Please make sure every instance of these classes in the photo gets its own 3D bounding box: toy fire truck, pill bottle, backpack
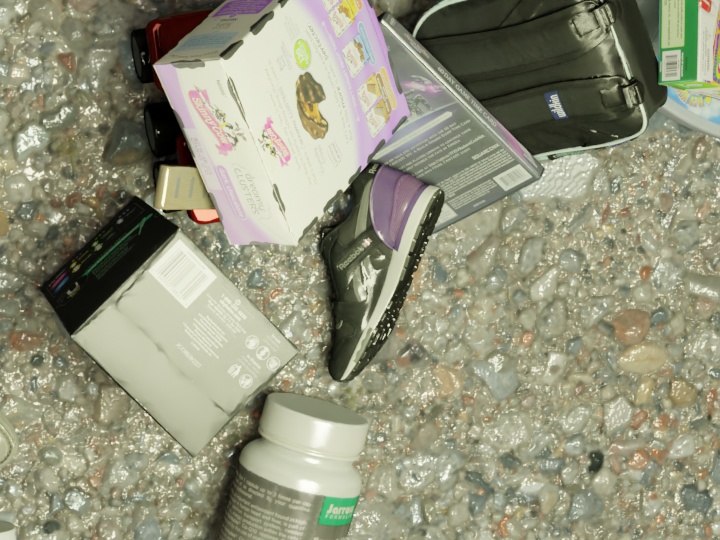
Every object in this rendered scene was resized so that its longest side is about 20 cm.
[{"bbox_3d":[-0.131,-0.118,1.437,0.128,0.200,0.176,-11,104,-15],"label":"toy fire truck"},{"bbox_3d":[-0.064,0.218,1.567,0.113,0.113,0.200,13,97,-19],"label":"pill bottle"},{"bbox_3d":[0.151,-0.188,1.527,0.200,0.151,0.178,-14,113,27],"label":"backpack"}]

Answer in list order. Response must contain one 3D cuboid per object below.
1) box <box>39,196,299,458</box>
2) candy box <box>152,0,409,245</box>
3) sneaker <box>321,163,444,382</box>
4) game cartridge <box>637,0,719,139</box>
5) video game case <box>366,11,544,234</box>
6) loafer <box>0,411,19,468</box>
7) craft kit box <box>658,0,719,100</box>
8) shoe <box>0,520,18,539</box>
[{"bbox_3d":[-0.163,0.041,1.457,0.124,0.200,0.149,-45,109,-6],"label":"box"},{"bbox_3d":[-0.057,-0.142,1.399,0.200,0.071,0.168,-50,130,-42],"label":"candy box"},{"bbox_3d":[0.000,0.000,1.581,0.087,0.076,0.200,26,104,12],"label":"sneaker"},{"bbox_3d":[0.321,-0.203,1.648,0.200,0.040,0.134,28,95,-20],"label":"game cartridge"},{"bbox_3d":[0.044,-0.124,1.532,0.200,0.143,0.019,43,48,-19],"label":"video game case"},{"bbox_3d":[-0.374,0.109,1.474,0.200,0.070,0.070,34,89,-20],"label":"loafer"},{"bbox_3d":[0.331,-0.249,1.554,0.197,0.048,0.201,4,86,-53],"label":"craft kit box"},{"bbox_3d":[-0.392,0.268,1.498,0.200,0.071,0.091,-1,96,-21],"label":"shoe"}]
